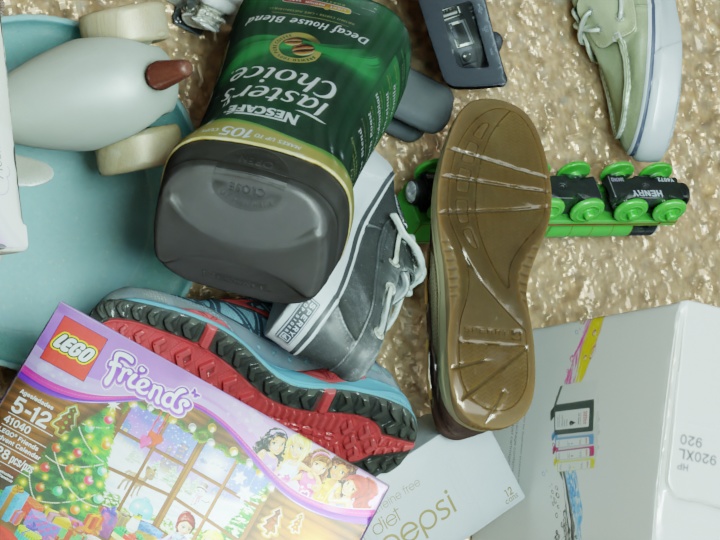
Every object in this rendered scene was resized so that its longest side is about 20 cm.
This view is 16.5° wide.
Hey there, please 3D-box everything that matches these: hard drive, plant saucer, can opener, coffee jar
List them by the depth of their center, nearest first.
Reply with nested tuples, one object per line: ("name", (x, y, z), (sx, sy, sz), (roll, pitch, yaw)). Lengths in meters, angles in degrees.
("coffee jar", (-0.042, -0.070, 1.339), (0.104, 0.085, 0.200), (13, 41, 5))
("plant saucer", (-0.180, -0.041, 1.379), (0.200, 0.036, 0.200), (4, 82, -28))
("can opener", (-0.032, -0.139, 1.463), (0.200, 0.053, 0.066), (29, 70, -23))
("hard drive", (0.044, -0.202, 1.475), (0.042, 0.135, 0.200), (-16, 93, 3))

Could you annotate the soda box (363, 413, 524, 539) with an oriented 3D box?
("soda box", (-0.006, 0.154, 1.427), (0.200, 0.068, 0.064), (-32, 99, -28))

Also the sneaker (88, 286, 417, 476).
("sneaker", (-0.067, 0.054, 1.391), (0.200, 0.096, 0.079), (24, 115, -25))

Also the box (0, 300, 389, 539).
("box", (-0.104, 0.124, 1.293), (0.200, 0.039, 0.137), (29, 76, 0))

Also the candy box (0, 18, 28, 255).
("candy box", (-0.269, -0.077, 1.237), (0.072, 0.200, 0.168), (0, 81, -55))

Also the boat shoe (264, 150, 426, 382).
("boat shoe", (0.002, -0.002, 1.404), (0.068, 0.074, 0.199), (36, 22, -8))

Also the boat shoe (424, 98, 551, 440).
("boat shoe", (0.065, 0.001, 1.435), (0.072, 0.072, 0.200), (7, 72, -19))

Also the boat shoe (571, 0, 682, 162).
("boat shoe", (0.164, -0.165, 1.576), (0.062, 0.072, 0.200), (1, 75, -9))

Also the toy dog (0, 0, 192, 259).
("toy dog", (-0.168, -0.088, 1.316), (0.200, 0.096, 0.132), (-34, 99, -28))

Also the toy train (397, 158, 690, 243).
("toy train", (0.112, -0.039, 1.525), (0.200, 0.056, 0.042), (0, 56, -27))

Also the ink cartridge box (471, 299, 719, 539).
("ink cartridge box", (0.182, 0.109, 1.461), (0.147, 0.200, 0.145), (13, 77, -27))
